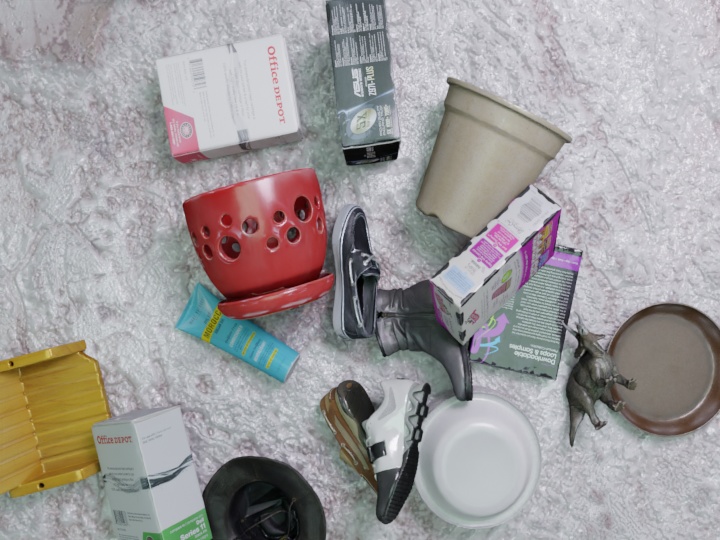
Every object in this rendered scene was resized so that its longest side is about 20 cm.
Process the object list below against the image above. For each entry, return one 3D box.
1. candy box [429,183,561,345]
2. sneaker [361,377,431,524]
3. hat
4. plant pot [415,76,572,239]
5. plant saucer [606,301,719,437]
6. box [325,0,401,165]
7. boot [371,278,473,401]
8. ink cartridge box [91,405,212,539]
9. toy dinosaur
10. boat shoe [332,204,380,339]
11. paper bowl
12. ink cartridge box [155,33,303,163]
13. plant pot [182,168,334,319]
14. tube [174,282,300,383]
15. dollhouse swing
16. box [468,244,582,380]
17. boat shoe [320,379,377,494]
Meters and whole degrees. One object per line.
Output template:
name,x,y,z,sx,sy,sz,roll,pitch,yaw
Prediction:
candy box,0.188,-0.005,0.967,0.200,0.137,0.061,-43,63,-12
sneaker,0.039,0.255,1.002,0.087,0.074,0.204,7,70,23
hat,-0.140,0.365,1.056,0.195,0.081,0.206,1,97,6
plant pot,0.173,-0.148,1.005,0.197,0.201,0.187,26,103,1
plant saucer,0.468,0.150,1.066,0.195,0.032,0.206,0,90,2
box,0.005,-0.268,1.008,0.084,0.164,0.205,-7,91,1
boot,0.091,0.112,1.044,0.129,0.070,0.204,-15,63,3
ink cartridge box,-0.310,0.310,1.025,0.145,0.082,0.205,-13,91,43
toy dinosaur,0.348,0.170,1.044,0.075,0.102,0.204,-8,119,-20
boat shoe,0.000,0.000,1.037,0.067,0.071,0.205,-5,78,41
paper bowl,0.172,0.281,1.039,0.195,0.104,0.206,0,90,2
ink cartridge box,-0.193,-0.256,1.052,0.195,0.083,0.150,-10,90,2
plant pot,-0.140,-0.035,0.997,0.195,0.200,0.187,-12,93,1
tube,-0.188,0.102,1.077,0.197,0.050,0.079,29,84,6
dollhouse swing,-0.488,0.227,1.017,0.177,0.176,0.205,-14,89,2
box,0.250,0.054,1.069,0.139,0.036,0.205,12,89,2
boat shoe,0.004,0.267,1.064,0.073,0.075,0.203,-27,89,32
